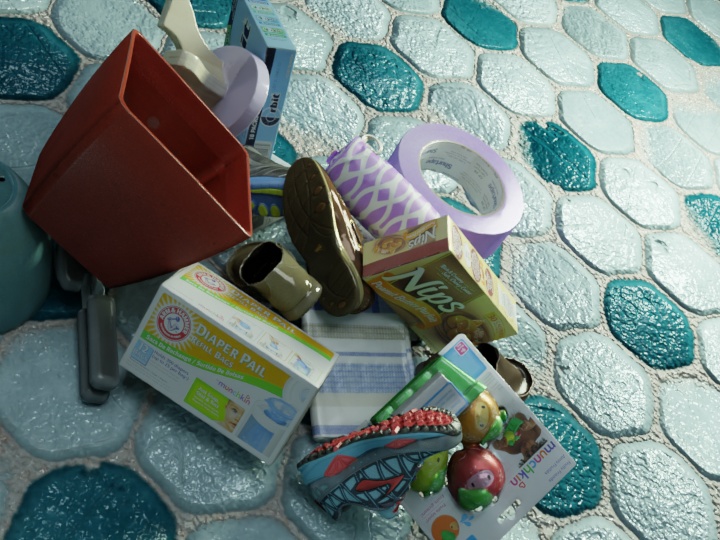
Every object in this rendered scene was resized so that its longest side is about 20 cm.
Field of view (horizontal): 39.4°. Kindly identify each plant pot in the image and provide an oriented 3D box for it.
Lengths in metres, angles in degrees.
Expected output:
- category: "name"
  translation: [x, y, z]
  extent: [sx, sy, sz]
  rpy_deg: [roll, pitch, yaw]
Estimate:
- category: "plant pot"
  translation: [-0.248, -0.102, 1.096]
  extent: [0.200, 0.176, 0.201]
  rpy_deg: [47, 16, -30]
- category: "plant pot"
  translation: [-0.421, -0.047, 1.074]
  extent: [0.198, 0.135, 0.201]
  rpy_deg: [15, 45, -16]

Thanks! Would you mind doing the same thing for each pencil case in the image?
- category: "pencil case"
  translation: [0.037, -0.077, 1.267]
  extent: [0.200, 0.084, 0.086]
  rpy_deg: [46, 7, -6]

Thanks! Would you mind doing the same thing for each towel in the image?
- category: "towel"
  translation: [-0.002, 0.108, 1.205]
  extent: [0.145, 0.024, 0.202]
  rpy_deg: [3, 66, -25]

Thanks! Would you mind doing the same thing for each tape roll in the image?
- category: "tape roll"
  translation: [0.128, -0.110, 1.408]
  extent: [0.198, 0.066, 0.202]
  rpy_deg: [16, 48, -19]

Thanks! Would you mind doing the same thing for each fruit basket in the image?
- category: "fruit basket"
  translation: [0.114, 0.203, 1.128]
  extent: [0.185, 0.094, 0.200]
  rpy_deg: [-40, 80, -10]

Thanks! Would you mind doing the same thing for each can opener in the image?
- category: "can opener"
  translation: [-0.302, 0.050, 1.109]
  extent: [0.066, 0.053, 0.201]
  rpy_deg: [9, 50, -35]

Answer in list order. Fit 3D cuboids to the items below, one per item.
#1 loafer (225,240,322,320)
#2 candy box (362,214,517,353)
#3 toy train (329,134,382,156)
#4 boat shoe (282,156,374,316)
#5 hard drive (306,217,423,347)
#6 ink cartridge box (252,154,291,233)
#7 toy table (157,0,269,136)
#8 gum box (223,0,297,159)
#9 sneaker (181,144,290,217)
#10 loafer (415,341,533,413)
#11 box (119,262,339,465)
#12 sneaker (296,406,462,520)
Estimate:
- category: "loafer"
  translation: [-0.110, -0.003, 1.182]
  extent: [0.076, 0.199, 0.068]
  rpy_deg: [-46, 119, -14]
- category: "candy box"
  translation: [0.100, 0.024, 1.218]
  extent: [0.200, 0.114, 0.056]
  rpy_deg: [47, 34, -44]
- category: "toy train"
  translation: [0.035, -0.095, 1.425]
  extent: [0.150, 0.056, 0.200]
  rpy_deg: [-27, 70, -43]
- category: "boat shoe"
  translation: [-0.036, -0.040, 1.212]
  extent: [0.067, 0.072, 0.202]
  rpy_deg: [3, 64, -57]
- category: "hard drive"
  translation: [0.000, 0.000, 1.287]
  extent: [0.138, 0.038, 0.202]
  rpy_deg: [1, 68, -28]
- category: "ink cartridge box"
  translation: [-0.188, -0.125, 1.347]
  extent: [0.199, 0.058, 0.162]
  rpy_deg: [30, 41, 26]
- category: "toy table"
  translation: [-0.215, -0.240, 1.253]
  extent: [0.117, 0.199, 0.186]
  rpy_deg: [23, 72, -38]
- category: "gum box"
  translation: [-0.146, -0.266, 1.360]
  extent: [0.044, 0.171, 0.201]
  rpy_deg: [2, 36, -23]
- category: "sneaker"
  translation: [-0.168, -0.118, 1.258]
  extent: [0.197, 0.071, 0.083]
  rpy_deg: [11, 32, -14]
- category: "loafer"
  translation: [0.158, 0.131, 1.251]
  extent: [0.199, 0.071, 0.073]
  rpy_deg: [7, 46, -46]
- category: "box"
  translation: [-0.141, 0.096, 1.093]
  extent: [0.199, 0.113, 0.101]
  rpy_deg: [32, 19, 3]
- category: "sneaker"
  translation: [0.032, 0.208, 1.061]
  extent: [0.079, 0.199, 0.096]
  rpy_deg: [-27, 92, -58]
